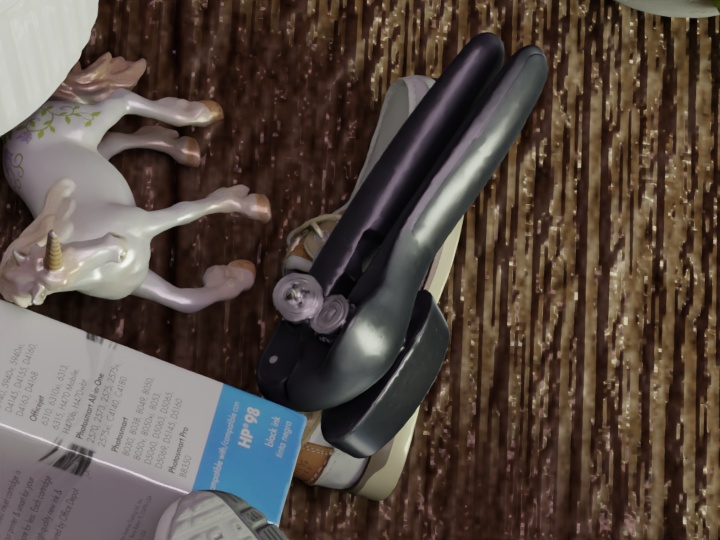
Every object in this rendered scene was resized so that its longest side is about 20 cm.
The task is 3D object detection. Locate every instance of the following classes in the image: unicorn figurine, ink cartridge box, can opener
[{"bbox_3d":[-0.111,-0.028,1.137,0.137,0.200,0.074,-4,117,-28],"label":"unicorn figurine"},{"bbox_3d":[-0.136,0.082,1.107,0.199,0.116,0.067,21,47,-7],"label":"ink cartridge box"},{"bbox_3d":[0.018,-0.020,1.140,0.063,0.079,0.201,17,74,32],"label":"can opener"}]

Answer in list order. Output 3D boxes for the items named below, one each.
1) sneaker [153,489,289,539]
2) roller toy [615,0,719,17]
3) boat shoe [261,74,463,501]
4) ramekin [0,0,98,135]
[{"bbox_3d":[-0.055,0.186,1.056,0.074,0.087,0.201,-15,100,-29],"label":"sneaker"},{"bbox_3d":[0.170,-0.220,1.250,0.182,0.140,0.201,26,81,-11],"label":"roller toy"},{"bbox_3d":[0.000,0.000,1.189,0.068,0.075,0.201,15,74,-14],"label":"boat shoe"},{"bbox_3d":[-0.206,-0.136,1.128,0.199,0.105,0.201,-5,51,6],"label":"ramekin"}]
